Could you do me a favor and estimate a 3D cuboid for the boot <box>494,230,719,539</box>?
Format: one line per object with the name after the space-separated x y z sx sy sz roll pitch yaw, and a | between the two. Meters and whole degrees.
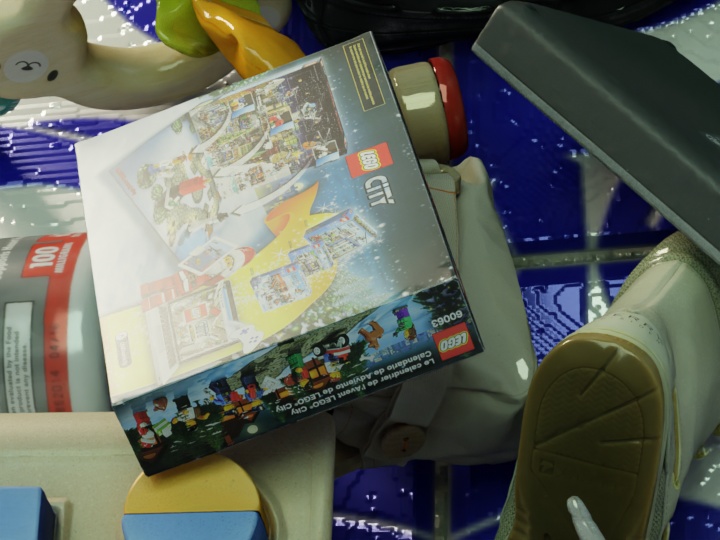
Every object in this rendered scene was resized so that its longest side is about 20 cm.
0.102 0.093 1.131 0.072 0.201 0.155 17 25 15 | boot

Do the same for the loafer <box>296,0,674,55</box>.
0.067 -0.144 1.289 0.200 0.070 0.068 -9 66 8 | loafer

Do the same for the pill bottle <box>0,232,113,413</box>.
-0.193 0.046 1.212 0.199 0.116 0.116 -4 59 10 | pill bottle

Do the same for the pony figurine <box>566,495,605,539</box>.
0.144 0.187 1.027 0.199 0.167 0.194 6 87 -14 | pony figurine

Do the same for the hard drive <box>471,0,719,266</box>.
0.154 -0.041 1.177 0.200 0.139 0.033 44 111 30 | hard drive

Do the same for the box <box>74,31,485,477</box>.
-0.037 -0.012 1.102 0.136 0.038 0.200 -20 33 3 | box

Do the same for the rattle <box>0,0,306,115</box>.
-0.119 -0.076 1.269 0.199 0.130 0.143 -24 70 2 | rattle

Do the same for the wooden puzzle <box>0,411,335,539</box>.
-0.105 0.132 1.036 0.185 0.046 0.201 -1 58 6 | wooden puzzle

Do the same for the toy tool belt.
0.000 0.000 1.194 0.122 0.125 0.200 -11 57 -4 | toy tool belt
